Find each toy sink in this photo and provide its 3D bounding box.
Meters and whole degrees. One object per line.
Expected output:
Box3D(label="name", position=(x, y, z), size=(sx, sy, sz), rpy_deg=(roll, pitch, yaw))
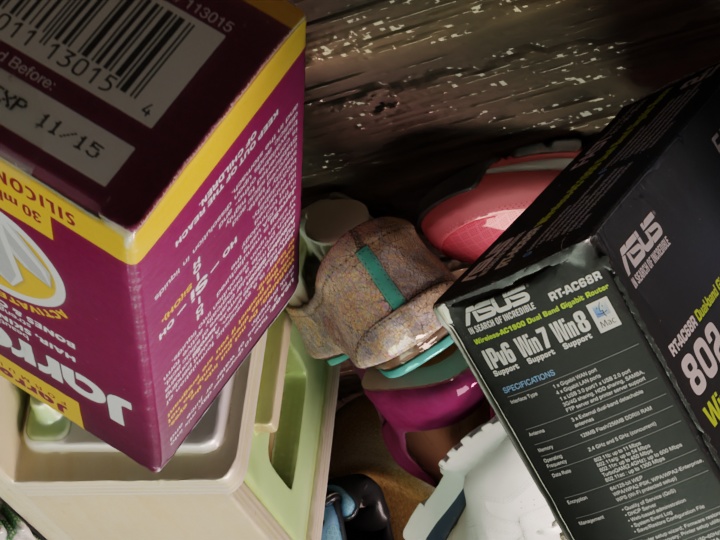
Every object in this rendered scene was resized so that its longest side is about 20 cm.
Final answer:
Box3D(label="toy sink", position=(-0.085, 0.050, 0.955), size=(0.112, 0.130, 0.200), rpy_deg=(-2, 152, 16))

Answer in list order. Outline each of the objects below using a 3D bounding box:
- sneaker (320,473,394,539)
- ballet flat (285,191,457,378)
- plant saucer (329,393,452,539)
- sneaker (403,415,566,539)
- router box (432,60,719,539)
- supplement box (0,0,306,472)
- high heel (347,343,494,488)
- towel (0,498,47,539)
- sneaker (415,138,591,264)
Box3D(label="sneaker", position=(-0.026, 0.117, 1.068), size=(0.090, 0.200, 0.078), rpy_deg=(-50, 164, 29))
Box3D(label="ballet flat", position=(0.000, 0.000, 0.894), size=(0.067, 0.068, 0.200), rpy_deg=(54, 171, -5))
Box3D(label="plant saucer", position=(0.030, 0.159, 1.094), size=(0.035, 0.200, 0.200), rpy_deg=(-23, 177, -41))
Box3D(label="sneaker", position=(0.077, 0.100, 0.907), size=(0.076, 0.081, 0.200), rpy_deg=(-29, 162, -17))
Box3D(label="router box", position=(0.118, 0.027, 0.730), size=(0.062, 0.200, 0.150), rpy_deg=(-25, 100, 32))
Box3D(label="supplement box", position=(-0.099, -0.034, 0.771), size=(0.131, 0.103, 0.200), rpy_deg=(30, 156, 13))
Box3D(label="high heel", position=(0.046, 0.063, 0.936), size=(0.096, 0.067, 0.200), rpy_deg=(54, 176, -6))
Box3D(label="towel", position=(-0.198, 0.092, 1.037), size=(0.200, 0.031, 0.149), rpy_deg=(43, 169, 31))
Box3D(label="sneaker", position=(0.119, 0.009, 0.873), size=(0.200, 0.087, 0.074), rpy_deg=(12, 153, -11))
